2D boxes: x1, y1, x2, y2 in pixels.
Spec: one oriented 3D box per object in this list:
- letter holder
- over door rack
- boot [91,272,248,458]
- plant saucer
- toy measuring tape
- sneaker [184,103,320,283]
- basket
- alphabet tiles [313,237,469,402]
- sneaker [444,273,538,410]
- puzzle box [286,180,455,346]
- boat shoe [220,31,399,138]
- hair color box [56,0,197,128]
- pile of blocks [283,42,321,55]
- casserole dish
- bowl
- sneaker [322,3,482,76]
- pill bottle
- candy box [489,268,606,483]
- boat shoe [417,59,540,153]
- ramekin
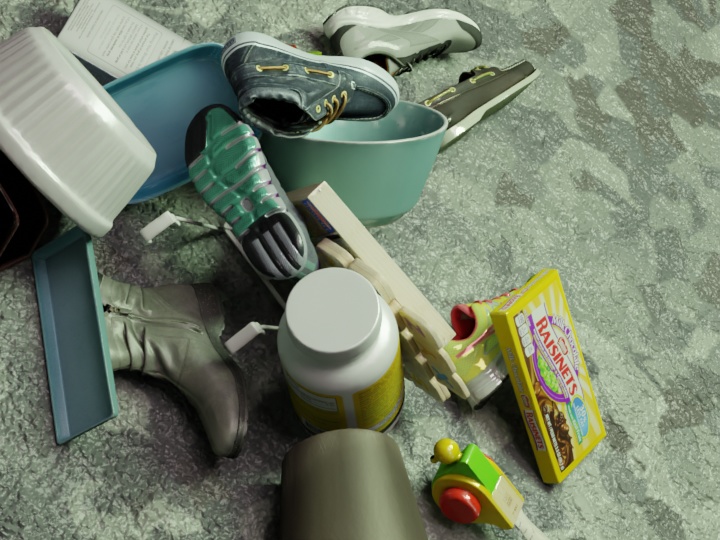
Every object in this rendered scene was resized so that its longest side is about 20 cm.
[{"bbox_3d":[-0.373,-0.105,1.504,0.101,0.142,0.200,-29,77,-41],"label":"letter holder"},{"bbox_3d":[-0.105,-0.003,1.607,0.148,0.067,0.200,52,19,10],"label":"over door rack"},{"bbox_3d":[-0.185,0.091,1.548,0.130,0.068,0.200,1,50,-28],"label":"boot"},{"bbox_3d":[-0.259,0.057,1.521,0.019,0.070,0.200,26,43,-50],"label":"plant saucer"},{"bbox_3d":[0.127,0.241,1.652,0.200,0.073,0.074,52,43,-23],"label":"toy measuring tape"},{"bbox_3d":[-0.102,-0.066,1.590,0.200,0.074,0.088,63,11,24],"label":"sneaker"},{"bbox_3d":[-0.006,0.256,1.501,0.180,0.136,0.200,11,51,-28],"label":"basket"},{"bbox_3d":[0.023,0.051,1.617,0.015,0.200,0.196,-43,46,-13],"label":"alphabet tiles"},{"bbox_3d":[0.143,0.055,1.766,0.090,0.078,0.200,38,45,4],"label":"sneaker"},{"bbox_3d":[0.000,0.000,1.637,0.025,0.133,0.200,-44,101,-17],"label":"puzzle box"},{"bbox_3d":[-0.043,-0.164,1.633,0.200,0.071,0.091,12,45,-31],"label":"boat shoe"},{"bbox_3d":[-0.219,-0.199,1.722,0.200,0.061,0.099,29,49,-11],"label":"hair color box"},{"bbox_3d":[-0.069,-0.206,1.751,0.082,0.062,0.200,2,19,2],"label":"pile of blocks"},{"bbox_3d":[-0.191,-0.146,1.657,0.200,0.039,0.121,-27,99,-8],"label":"casserole dish"},{"bbox_3d":[-0.012,-0.109,1.729,0.200,0.105,0.201,2,20,-1],"label":"bowl"},{"bbox_3d":[0.052,-0.260,1.934,0.200,0.074,0.079,-5,72,-27],"label":"sneaker"},{"bbox_3d":[-0.018,0.080,1.548,0.112,0.200,0.113,-2,62,3],"label":"pill bottle"},{"bbox_3d":[0.197,0.109,1.727,0.102,0.026,0.200,-38,117,-44],"label":"candy box"},{"bbox_3d":[0.136,-0.206,1.940,0.061,0.072,0.201,51,50,2],"label":"boat shoe"},{"bbox_3d":[-0.273,-0.134,1.529,0.094,0.202,0.202,-40,83,1],"label":"ramekin"}]
